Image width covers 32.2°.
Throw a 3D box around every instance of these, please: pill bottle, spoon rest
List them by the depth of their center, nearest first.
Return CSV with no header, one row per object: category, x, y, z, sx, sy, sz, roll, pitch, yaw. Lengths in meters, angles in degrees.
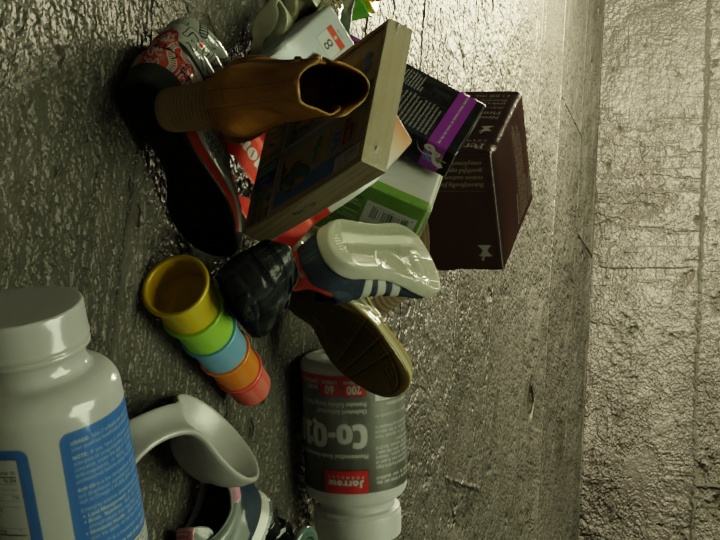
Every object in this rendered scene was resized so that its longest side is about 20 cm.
pill bottle,-0.204,0.117,0.812,0.112,0.111,0.202,-43,131,-63
spoon rest,-0.143,0.141,1.031,0.099,0.061,0.200,49,14,18
pill bottle,-0.006,0.189,1.357,0.114,0.113,0.202,-20,109,-69

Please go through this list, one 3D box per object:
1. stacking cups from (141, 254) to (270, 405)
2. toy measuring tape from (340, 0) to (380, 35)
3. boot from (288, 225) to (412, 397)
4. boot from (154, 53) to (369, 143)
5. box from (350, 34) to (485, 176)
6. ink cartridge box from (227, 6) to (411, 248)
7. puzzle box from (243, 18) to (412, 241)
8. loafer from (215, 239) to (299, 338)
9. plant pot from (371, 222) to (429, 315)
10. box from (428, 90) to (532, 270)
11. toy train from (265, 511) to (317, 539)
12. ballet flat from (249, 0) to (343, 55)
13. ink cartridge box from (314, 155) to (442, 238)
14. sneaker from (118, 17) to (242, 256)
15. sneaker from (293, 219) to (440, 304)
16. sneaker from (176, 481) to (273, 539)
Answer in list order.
stacking cups,-0.132,0.061,1.107,0.200,0.060,0.061,67,30,-58
toy measuring tape,-0.007,-0.288,1.379,0.074,0.073,0.201,68,18,-46
boot,-0.002,0.025,1.303,0.200,0.072,0.155,46,31,-2
boot,-0.055,-0.139,0.992,0.201,0.143,0.071,-28,113,-63
box,0.026,-0.185,1.334,0.036,0.199,0.143,-63,176,34
ink cartridge box,-0.052,-0.130,1.169,0.163,0.050,0.200,57,48,-20
puzzle box,-0.030,-0.112,1.038,0.025,0.200,0.134,23,63,-26
loafer,-0.086,0.015,1.111,0.068,0.070,0.201,55,-9,5
plant pot,0.024,-0.032,1.469,0.201,0.092,0.203,0,90,-69
box,0.122,-0.120,1.627,0.200,0.165,0.165,-60,146,-55
toy train,-0.085,0.320,1.204,0.114,0.085,0.201,-55,145,-38
ballet flat,-0.070,-0.245,1.248,0.076,0.067,0.201,63,36,-35
ink cartridge box,0.014,-0.118,1.339,0.200,0.147,0.076,-68,-178,-53
sneaker,-0.133,-0.115,1.067,0.108,0.067,0.202,-68,148,-40
sneaker,0.000,0.000,1.209,0.199,0.084,0.075,15,49,-53
sneaker,-0.140,0.266,1.083,0.082,0.070,0.201,47,42,-39
